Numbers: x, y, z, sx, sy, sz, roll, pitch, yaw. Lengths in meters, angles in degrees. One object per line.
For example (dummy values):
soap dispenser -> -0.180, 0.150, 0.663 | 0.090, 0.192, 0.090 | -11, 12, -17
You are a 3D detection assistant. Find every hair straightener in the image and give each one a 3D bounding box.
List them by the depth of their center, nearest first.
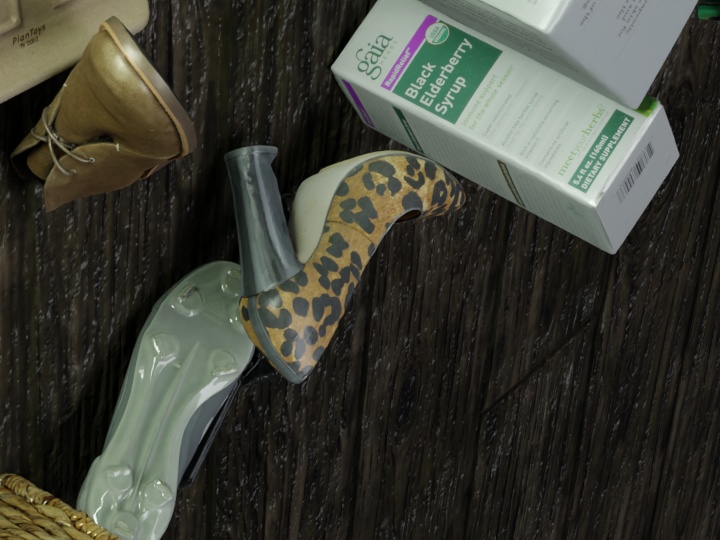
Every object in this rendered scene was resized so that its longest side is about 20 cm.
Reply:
hair straightener -> -0.079, 0.045, 1.807 | 0.200, 0.041, 0.077 | -65, 155, 0

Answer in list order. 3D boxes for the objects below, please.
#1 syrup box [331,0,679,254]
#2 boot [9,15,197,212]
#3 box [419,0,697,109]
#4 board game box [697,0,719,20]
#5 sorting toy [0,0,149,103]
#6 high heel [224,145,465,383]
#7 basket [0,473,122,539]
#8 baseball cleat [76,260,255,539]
syrup box -> 0.088, -0.098, 1.763 | 0.079, 0.200, 0.081 | -56, 156, -11
boot -> -0.134, -0.071, 1.470 | 0.075, 0.074, 0.200 | -32, 174, -14
box -> 0.103, -0.234, 1.649 | 0.199, 0.200, 0.171 | -62, 153, 1
board game box -> 0.240, -0.286, 1.832 | 0.200, 0.026, 0.200 | -65, 155, -52
sorting toy -> -0.165, -0.184, 1.405 | 0.185, 0.036, 0.200 | -34, 140, -44
high heel -> 0.000, 0.000, 1.760 | 0.200, 0.071, 0.143 | 2, 74, -44
basket -> -0.148, 0.198, 1.638 | 0.149, 0.200, 0.143 | -26, 139, -48
baseball cleat -> -0.126, 0.087, 1.737 | 0.200, 0.070, 0.106 | -64, -168, -24
